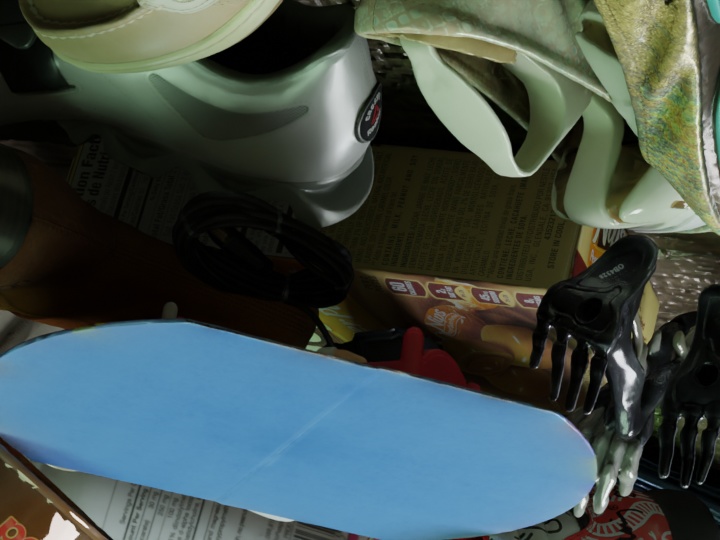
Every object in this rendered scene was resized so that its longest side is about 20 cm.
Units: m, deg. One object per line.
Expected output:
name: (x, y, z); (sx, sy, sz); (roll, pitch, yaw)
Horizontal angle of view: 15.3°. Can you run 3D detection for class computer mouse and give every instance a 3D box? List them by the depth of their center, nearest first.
computer mouse: (-0.010, 0.019, 0.914); (0.058, 0.034, 0.200); (-14, 148, 16)

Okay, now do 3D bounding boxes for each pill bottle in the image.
pill bottle: (-0.099, 0.139, 1.283); (0.200, 0.114, 0.113); (18, 156, -4)

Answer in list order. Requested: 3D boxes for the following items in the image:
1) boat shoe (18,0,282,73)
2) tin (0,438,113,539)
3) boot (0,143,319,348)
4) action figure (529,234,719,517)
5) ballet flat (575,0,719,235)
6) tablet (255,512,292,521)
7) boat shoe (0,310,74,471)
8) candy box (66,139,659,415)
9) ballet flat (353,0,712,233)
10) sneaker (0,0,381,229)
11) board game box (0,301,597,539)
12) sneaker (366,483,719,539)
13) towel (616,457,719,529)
boat shoe: (-0.041, -0.109, 0.738); (0.065, 0.072, 0.200); (6, 162, -42)
tin: (-0.164, 0.052, 0.960); (0.200, 0.042, 0.112); (35, 167, 44)
boot: (-0.140, -0.012, 0.919); (0.188, 0.069, 0.200); (-2, 167, 32)
action figure: (0.122, 0.060, 0.906); (0.119, 0.102, 0.200); (25, 176, 32)
ballet flat: (0.088, -0.079, 0.758); (0.071, 0.071, 0.200); (7, 152, 20)
tablet: (-0.056, 0.071, 1.114); (0.130, 0.014, 0.200); (27, 163, -14)
boat shoe: (-0.161, -0.007, 1.023); (0.200, 0.073, 0.063); (52, 174, -19)
candy box: (0.000, 0.000, 0.988); (0.199, 0.055, 0.115); (6, 155, 22)
ballet flat: (0.065, -0.048, 0.834); (0.067, 0.062, 0.200); (0, 153, 48)
sneaker: (-0.087, -0.084, 0.860); (0.199, 0.074, 0.089); (14, 140, 5)
board game box: (-0.021, 0.037, 0.859); (0.199, 0.039, 0.158); (14, 156, -16)
sneaker: (0.038, 0.109, 1.014); (0.108, 0.067, 0.201); (1, 174, -28)
towel: (0.083, 0.099, 1.162); (0.200, 0.049, 0.112); (24, 156, -19)
